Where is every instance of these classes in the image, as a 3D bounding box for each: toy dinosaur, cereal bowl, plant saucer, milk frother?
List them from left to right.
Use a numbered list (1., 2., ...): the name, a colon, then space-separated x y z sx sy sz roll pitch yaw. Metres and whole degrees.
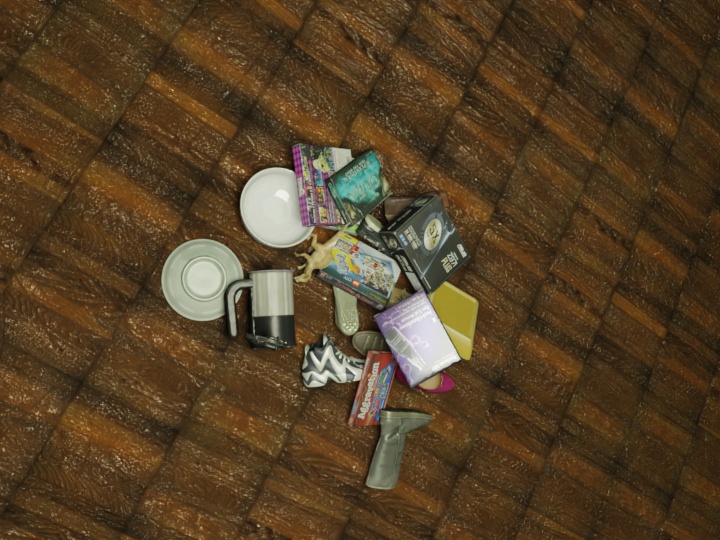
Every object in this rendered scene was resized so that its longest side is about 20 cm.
1. plant saucer: -0.381 0.021 1.448 0.197 0.050 0.203 2 85 -20
2. milk frother: -0.215 0.093 1.412 0.179 0.199 0.191 -1 85 -39
3. cereal bowl: -0.211 -0.153 1.505 0.197 0.083 0.203 2 85 -20
4. toy dinosaur: -0.103 -0.049 1.518 0.201 0.101 0.058 -50 142 -7
5. plant saucer: 0.241 0.111 1.614 0.198 0.048 0.202 29 48 -12

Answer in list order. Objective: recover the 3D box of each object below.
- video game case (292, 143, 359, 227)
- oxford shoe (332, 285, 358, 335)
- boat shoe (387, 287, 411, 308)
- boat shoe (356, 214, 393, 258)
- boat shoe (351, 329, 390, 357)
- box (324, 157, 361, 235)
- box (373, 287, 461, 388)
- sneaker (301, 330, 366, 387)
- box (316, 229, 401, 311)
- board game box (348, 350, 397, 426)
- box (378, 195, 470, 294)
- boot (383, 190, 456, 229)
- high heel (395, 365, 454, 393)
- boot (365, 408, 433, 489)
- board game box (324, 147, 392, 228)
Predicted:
1. video game case: -0.084 -0.212 1.508 0.180 0.036 0.203 -6 88 -47
2. oxford shoe: -0.039 0.075 1.566 0.074 0.058 0.203 2 70 -14
3. boat shoe: 0.141 0.103 1.620 0.198 0.063 0.074 29 77 -16
4. boat shoe: 0.064 -0.069 1.605 0.066 0.075 0.199 -40 129 18
5. boat shoe: 0.062 0.197 1.584 0.197 0.068 0.073 16 99 -20
6. box: -0.056 -0.207 1.591 0.142 0.036 0.203 11 83 -19
7. box: 0.143 0.169 1.484 0.147 0.104 0.202 -30 81 3
8. sneaker: -0.057 0.217 1.530 0.196 0.079 0.132 -7 96 -10
9. box: 0.000 0.000 1.559 0.198 0.038 0.138 28 60 -7
10. board game box: 0.036 0.305 1.538 0.102 0.019 0.203 7 102 -40
11. box: 0.170 -0.067 1.560 0.163 0.086 0.201 -39 110 -20
12. boot: 0.161 -0.123 1.648 0.197 0.064 0.189 -11 81 -21
13. high heel: 0.181 0.295 1.600 0.197 0.096 0.068 12 81 -18
14. boot: 0.105 0.471 1.572 0.179 0.072 0.203 8 84 -25
15. board game box: -0.001 -0.217 1.550 0.200 0.028 0.136 -44 115 -42
